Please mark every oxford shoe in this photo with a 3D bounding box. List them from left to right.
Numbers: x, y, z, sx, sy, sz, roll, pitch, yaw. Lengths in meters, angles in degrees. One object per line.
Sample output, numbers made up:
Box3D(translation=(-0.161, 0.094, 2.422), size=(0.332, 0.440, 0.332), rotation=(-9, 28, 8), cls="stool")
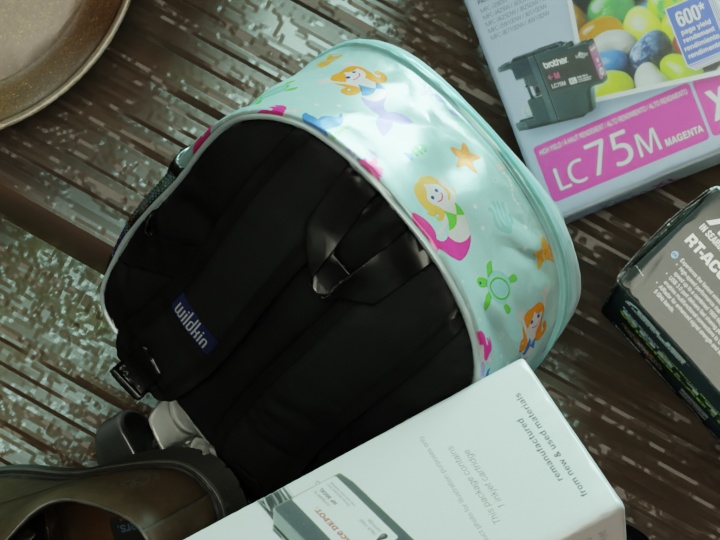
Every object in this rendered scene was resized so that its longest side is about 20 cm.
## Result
Box3D(translation=(-0.153, 0.126, 1.148), size=(0.199, 0.084, 0.073), rotation=(-21, 93, 31), cls="oxford shoe")

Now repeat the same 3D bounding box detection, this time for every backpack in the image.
Box3D(translation=(0.000, 0.000, 1.121), size=(0.178, 0.200, 0.150), rotation=(48, 55, 7), cls="backpack")

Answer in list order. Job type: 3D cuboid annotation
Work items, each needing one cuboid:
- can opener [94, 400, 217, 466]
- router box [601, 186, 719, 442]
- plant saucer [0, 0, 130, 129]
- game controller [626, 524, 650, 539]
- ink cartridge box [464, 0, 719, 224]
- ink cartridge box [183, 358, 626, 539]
Box3D(translation=(-0.051, 0.147, 1.191), size=(0.066, 0.053, 0.201), rotation=(-33, 81, 34), cls="can opener")
Box3D(translation=(0.193, 0.063, 1.131), size=(0.062, 0.150, 0.200), rotation=(-42, 83, -3), cls="router box")
Box3D(translation=(-0.199, -0.157, 1.229), size=(0.199, 0.037, 0.201), rotation=(0, 84, 2), cls="plant saucer")
Box3D(translation=(0.066, 0.200, 1.172), size=(0.104, 0.042, 0.201), rotation=(22, 85, -8), cls="game controller")
Box3D(translation=(0.108, -0.134, 1.198), size=(0.119, 0.042, 0.201), rotation=(-22, 81, 16), cls="ink cartridge box")
Box3D(translation=(0.005, 0.145, 1.056), size=(0.199, 0.145, 0.084), rotation=(-27, 57, -10), cls="ink cartridge box")
